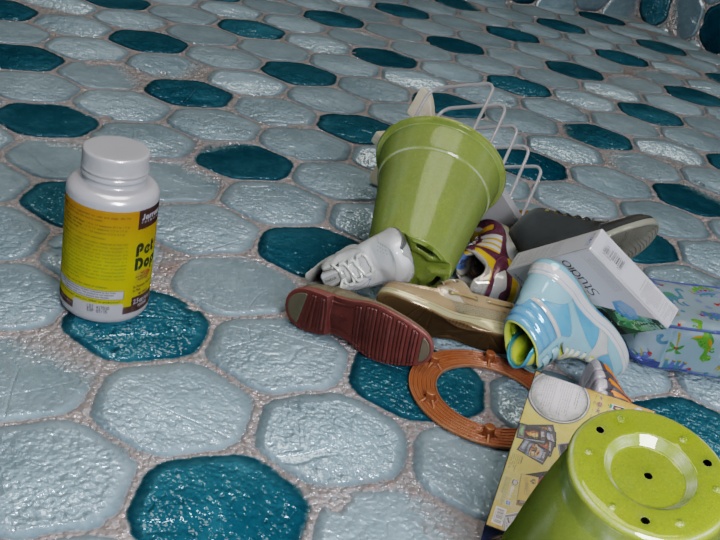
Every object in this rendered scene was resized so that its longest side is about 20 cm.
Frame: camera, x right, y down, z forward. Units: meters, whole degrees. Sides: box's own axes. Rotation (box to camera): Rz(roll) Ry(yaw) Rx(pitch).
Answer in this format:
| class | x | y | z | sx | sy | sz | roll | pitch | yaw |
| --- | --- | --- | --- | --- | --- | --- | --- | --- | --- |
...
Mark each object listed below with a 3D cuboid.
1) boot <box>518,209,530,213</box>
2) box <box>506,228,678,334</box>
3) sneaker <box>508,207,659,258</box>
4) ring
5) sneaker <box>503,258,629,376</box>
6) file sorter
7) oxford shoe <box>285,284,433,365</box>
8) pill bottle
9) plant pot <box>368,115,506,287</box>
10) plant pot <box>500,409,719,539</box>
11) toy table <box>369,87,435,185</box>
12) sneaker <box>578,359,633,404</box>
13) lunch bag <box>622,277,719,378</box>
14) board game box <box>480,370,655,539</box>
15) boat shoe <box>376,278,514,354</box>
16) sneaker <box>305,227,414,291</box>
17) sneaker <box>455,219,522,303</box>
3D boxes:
| class | x | y | z | sx | sy | sz | roll | pitch | yaw |
| --- | --- | --- | --- | --- | --- | --- | --- | --- | --- |
| boot | 0.274 | -0.024 | 1.534 | 0.200 | 0.072 | 0.143 | 34 | 33 | 29 |
| box | 0.288 | 0.024 | 1.281 | 0.144 | 0.036 | 0.200 | 44 | -19 | -10 |
| sneaker | 0.310 | -0.058 | 1.414 | 0.197 | 0.075 | 0.107 | -19 | 52 | -1 |
| ring | 0.154 | 0.146 | 1.206 | 0.196 | 0.020 | 0.201 | 10 | 27 | -5 |
| sneaker | 0.249 | 0.097 | 1.265 | 0.131 | 0.200 | 0.079 | -52 | 23 | -21 |
| file sorter | 0.174 | -0.176 | 1.550 | 0.137 | 0.200 | 0.126 | 3 | 55 | 40 |
| oxford shoe | 0.007 | 0.058 | 1.260 | 0.197 | 0.072 | 0.075 | 22 | 22 | 17 |
| pill bottle | -0.294 | -0.049 | 1.186 | 0.107 | 0.203 | 0.110 | 9 | 26 | -5 |
| plant pot | 0.091 | -0.079 | 1.420 | 0.196 | 0.202 | 0.192 | 16 | 53 | 7 |
| plant pot | 0.211 | 0.225 | 0.826 | 0.196 | 0.195 | 0.202 | 4 | 40 | -3 |
| toy table | 0.102 | -0.198 | 1.701 | 0.117 | 0.185 | 0.200 | 38 | 11 | 16 |
| sneaker | 0.310 | 0.187 | 1.145 | 0.110 | 0.078 | 0.202 | 12 | 37 | -9 |
| lunch bag | 0.450 | 0.075 | 1.401 | 0.196 | 0.084 | 0.162 | 8 | 27 | -10 |
| board game box | 0.213 | 0.206 | 1.017 | 0.133 | 0.035 | 0.201 | 18 | 48 | 13 |
| boat shoe | 0.114 | 0.048 | 1.291 | 0.197 | 0.071 | 0.066 | 20 | 61 | -14 |
| sneaker | 0.000 | 0.000 | 1.308 | 0.086 | 0.076 | 0.199 | -22 | 0 | -32 |
| sneaker | 0.178 | -0.023 | 1.486 | 0.088 | 0.076 | 0.201 | 11 | 25 | -15 |
